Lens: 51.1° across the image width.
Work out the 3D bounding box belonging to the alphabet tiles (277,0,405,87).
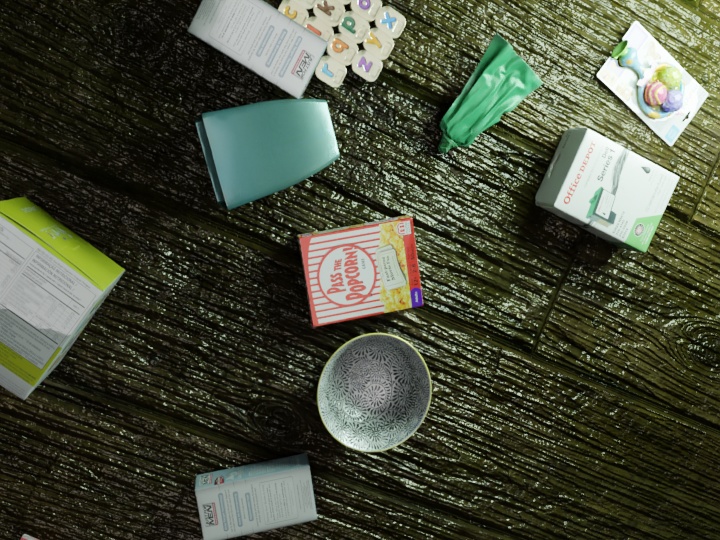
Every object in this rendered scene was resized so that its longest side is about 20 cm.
[{"bbox_3d":[-0.031,-0.409,1.225,0.193,0.015,0.203,29,94,-13],"label":"alphabet tiles"}]

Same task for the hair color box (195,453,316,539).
[{"bbox_3d":[-0.180,0.392,1.302,0.195,0.061,0.102,-9,101,-9],"label":"hair color box"}]

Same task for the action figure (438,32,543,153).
[{"bbox_3d":[0.198,-0.279,1.266,0.118,0.055,0.201,39,98,-15],"label":"action figure"}]

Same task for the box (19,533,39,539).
[{"bbox_3d":[-0.504,0.541,1.258,0.197,0.103,0.096,28,94,-12],"label":"box"}]

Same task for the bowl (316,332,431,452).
[{"bbox_3d":[0.017,0.197,1.293,0.195,0.094,0.206,-1,99,-9],"label":"bowl"}]

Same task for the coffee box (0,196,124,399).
[{"bbox_3d":[-0.500,0.031,1.123,0.199,0.200,0.199,38,91,-13],"label":"coffee box"}]

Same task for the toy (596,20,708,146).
[{"bbox_3d":[0.521,-0.325,1.316,0.198,0.047,0.116,37,94,-13],"label":"toy"}]

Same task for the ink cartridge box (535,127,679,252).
[{"bbox_3d":[0.426,-0.140,1.312,0.196,0.084,0.149,23,95,-13],"label":"ink cartridge box"}]

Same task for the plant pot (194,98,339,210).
[{"bbox_3d":[-0.142,-0.194,1.182,0.196,0.141,0.145,-17,102,-14],"label":"plant pot"}]

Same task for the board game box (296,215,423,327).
[{"bbox_3d":[0.000,0.000,1.282,0.195,0.046,0.155,-11,101,-8],"label":"board game box"}]

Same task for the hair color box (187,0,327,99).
[{"bbox_3d":[-0.158,-0.363,1.177,0.197,0.061,0.100,30,98,-8],"label":"hair color box"}]
